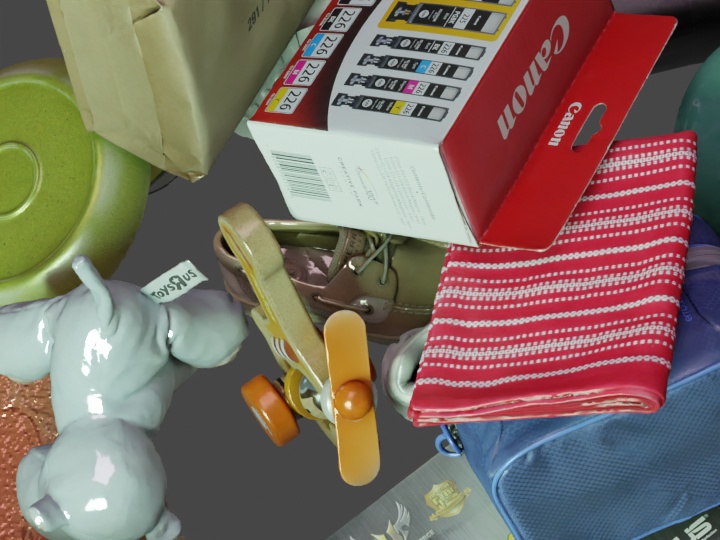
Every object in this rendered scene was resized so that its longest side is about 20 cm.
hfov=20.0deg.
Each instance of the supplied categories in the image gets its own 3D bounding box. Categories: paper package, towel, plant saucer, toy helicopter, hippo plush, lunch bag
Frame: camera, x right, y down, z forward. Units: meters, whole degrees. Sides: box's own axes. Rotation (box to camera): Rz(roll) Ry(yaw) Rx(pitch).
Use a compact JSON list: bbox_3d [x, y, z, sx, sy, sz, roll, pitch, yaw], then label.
[{"bbox_3d":[-0.107,-0.199,1.324,0.103,0.191,0.201,22,63,16],"label":"paper package"},{"bbox_3d":[0.107,0.002,1.112,0.143,0.023,0.201,-6,45,22],"label":"towel"},{"bbox_3d":[-0.238,-0.058,1.410,0.198,0.031,0.202,-8,71,23],"label":"plant saucer"},{"bbox_3d":[-0.035,0.044,1.233,0.079,0.201,0.132,-33,39,-10],"label":"toy helicopter"},{"bbox_3d":[-0.141,0.093,1.269,0.158,0.200,0.163,3,77,-31],"label":"hippo plush"},{"bbox_3d":[0.135,0.067,1.157,0.198,0.136,0.133,-23,49,3],"label":"lunch bag"}]

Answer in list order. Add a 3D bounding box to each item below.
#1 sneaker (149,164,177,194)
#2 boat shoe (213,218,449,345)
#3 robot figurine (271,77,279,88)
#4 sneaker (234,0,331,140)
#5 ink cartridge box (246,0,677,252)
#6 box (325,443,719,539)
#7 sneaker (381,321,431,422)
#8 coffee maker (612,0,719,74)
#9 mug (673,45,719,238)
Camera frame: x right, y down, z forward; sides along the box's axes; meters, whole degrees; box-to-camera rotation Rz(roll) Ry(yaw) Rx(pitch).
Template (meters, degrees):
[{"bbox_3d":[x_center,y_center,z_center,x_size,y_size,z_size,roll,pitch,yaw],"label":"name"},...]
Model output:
[{"bbox_3d":[-0.151,-0.143,1.450,0.077,0.091,0.201,12,62,18],"label":"sneaker"},{"bbox_3d":[0.000,0.000,1.336,0.198,0.065,0.073,6,59,16],"label":"boat shoe"},{"bbox_3d":[0.032,-0.106,1.347,0.199,0.124,0.152,12,95,48],"label":"robot figurine"},{"bbox_3d":[-0.029,-0.170,1.462,0.200,0.077,0.080,-43,41,-16],"label":"sneaker"},{"bbox_3d":[0.063,-0.117,1.176,0.174,0.084,0.201,9,53,32],"label":"ink cartridge box"},{"bbox_3d":[0.101,0.167,1.213,0.199,0.048,0.159,-35,57,-11],"label":"box"},{"bbox_3d":[0.102,0.032,1.263,0.199,0.081,0.076,-32,81,2],"label":"sneaker"},{"bbox_3d":[0.209,-0.179,1.364,0.198,0.135,0.194,-13,57,5],"label":"coffee maker"},{"bbox_3d":[0.276,-0.067,1.269,0.152,0.185,0.114,-48,34,-11],"label":"mug"}]
